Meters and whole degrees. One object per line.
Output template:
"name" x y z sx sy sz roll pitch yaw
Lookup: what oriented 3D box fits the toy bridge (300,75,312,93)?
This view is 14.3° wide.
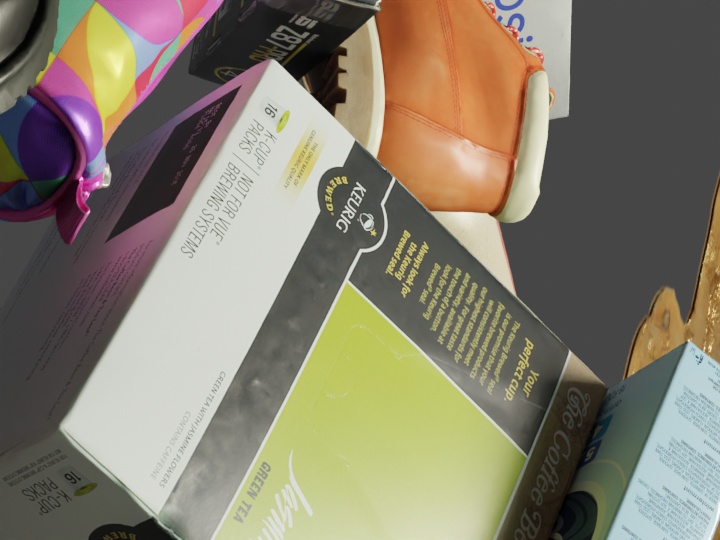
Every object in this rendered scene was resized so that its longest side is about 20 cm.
"toy bridge" -0.006 -0.110 1.358 0.200 0.027 0.067 54 47 -58

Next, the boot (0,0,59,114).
"boot" -0.137 -0.158 0.933 0.211 0.079 0.158 -76 167 -49

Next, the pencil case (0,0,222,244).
"pencil case" -0.098 -0.097 1.051 0.200 0.088 0.089 -62 150 -44

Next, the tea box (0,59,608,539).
"tea box" -0.040 0.071 1.062 0.197 0.133 0.200 44 45 -17

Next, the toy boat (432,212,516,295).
"toy boat" 0.000 0.000 1.314 0.131 0.130 0.200 -105 179 -47

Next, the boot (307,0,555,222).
"boot" 0.029 -0.099 1.229 0.075 0.107 0.200 116 -19 -46

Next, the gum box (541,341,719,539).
"gum box" 0.060 0.141 1.090 0.045 0.170 0.200 38 51 -13

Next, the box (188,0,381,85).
"box" -0.016 -0.186 1.180 0.161 0.049 0.201 146 -44 -72

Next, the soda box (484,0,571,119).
"soda box" 0.058 -0.162 1.316 0.064 0.068 0.200 -116 -162 -51
